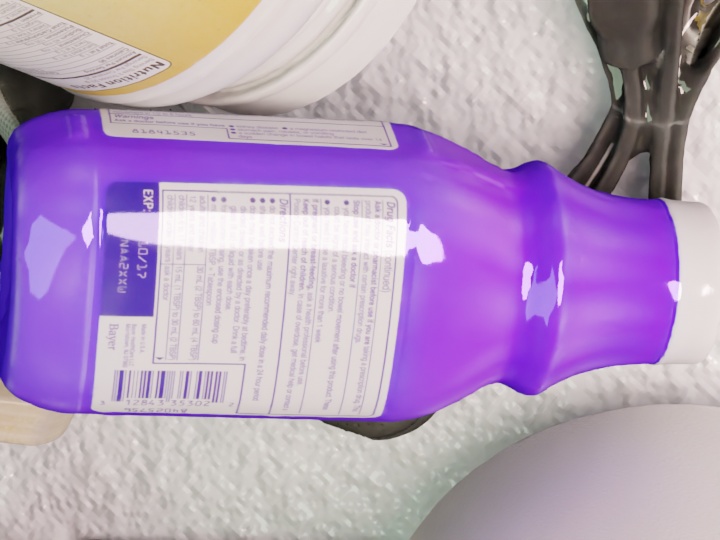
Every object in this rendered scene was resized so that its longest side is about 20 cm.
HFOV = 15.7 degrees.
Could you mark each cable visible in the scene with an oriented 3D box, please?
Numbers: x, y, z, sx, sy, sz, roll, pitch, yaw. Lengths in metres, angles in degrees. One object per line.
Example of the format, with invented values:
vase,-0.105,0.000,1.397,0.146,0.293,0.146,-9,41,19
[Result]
cable,0.087,-0.068,0.757,0.097,0.050,0.201,-2,122,6

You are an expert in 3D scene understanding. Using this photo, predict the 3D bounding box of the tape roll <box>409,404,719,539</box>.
tape roll,0.090,0.157,0.751,0.202,0.139,0.203,4,112,10

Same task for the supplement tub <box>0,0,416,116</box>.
supplement tub,-0.083,-0.126,0.687,0.144,0.200,0.145,-16,66,40

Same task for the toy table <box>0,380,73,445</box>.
toy table,-0.192,0.021,0.857,0.200,0.117,0.184,42,120,5

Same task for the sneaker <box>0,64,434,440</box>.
sneaker,-0.068,-0.006,0.792,0.200,0.115,0.075,43,120,4

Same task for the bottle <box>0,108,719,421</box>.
bottle,0.000,0.000,0.726,0.199,0.065,0.084,1,116,-11
